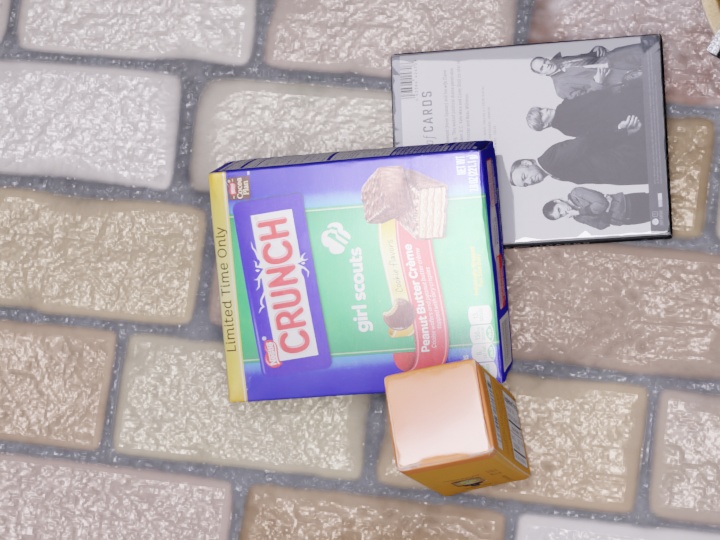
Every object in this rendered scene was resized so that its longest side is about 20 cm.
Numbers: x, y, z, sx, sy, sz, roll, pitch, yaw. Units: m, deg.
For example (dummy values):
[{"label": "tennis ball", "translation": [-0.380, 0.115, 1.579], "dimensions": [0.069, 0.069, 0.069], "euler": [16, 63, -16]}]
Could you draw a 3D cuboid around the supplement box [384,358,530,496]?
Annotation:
[{"label": "supplement box", "translation": [0.068, 0.110, 1.525], "dimensions": [0.066, 0.200, 0.069], "euler": [-12, 75, 8]}]

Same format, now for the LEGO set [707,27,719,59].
[{"label": "LEGO set", "translation": [0.327, -0.163, 1.518], "dimensions": [0.200, 0.116, 0.154], "euler": [39, 100, 6]}]

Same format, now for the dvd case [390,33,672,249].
[{"label": "dvd case", "translation": [0.123, -0.091, 1.639], "dimensions": [0.200, 0.025, 0.151], "euler": [-3, 80, 11]}]

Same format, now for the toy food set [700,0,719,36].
[{"label": "toy food set", "translation": [0.338, -0.213, 1.608], "dimensions": [0.198, 0.049, 0.200], "euler": [-28, 77, 5]}]

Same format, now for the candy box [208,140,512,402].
[{"label": "candy box", "translation": [0.000, 0.000, 1.602], "dimensions": [0.200, 0.077, 0.169], "euler": [-5, 96, 11]}]
